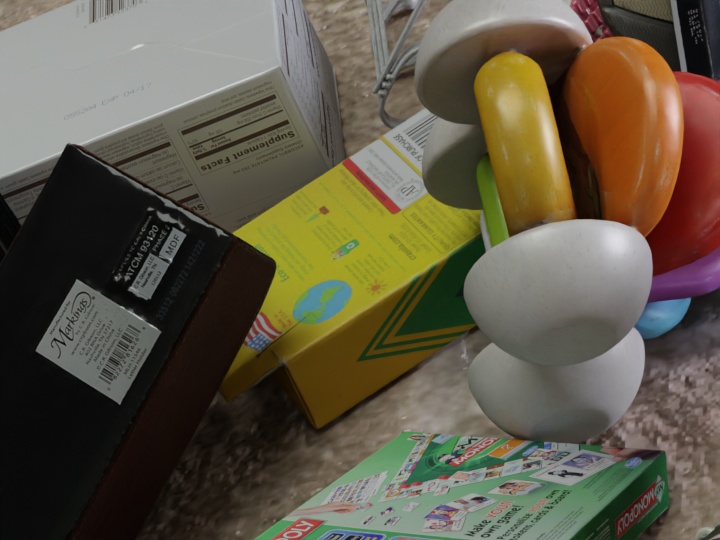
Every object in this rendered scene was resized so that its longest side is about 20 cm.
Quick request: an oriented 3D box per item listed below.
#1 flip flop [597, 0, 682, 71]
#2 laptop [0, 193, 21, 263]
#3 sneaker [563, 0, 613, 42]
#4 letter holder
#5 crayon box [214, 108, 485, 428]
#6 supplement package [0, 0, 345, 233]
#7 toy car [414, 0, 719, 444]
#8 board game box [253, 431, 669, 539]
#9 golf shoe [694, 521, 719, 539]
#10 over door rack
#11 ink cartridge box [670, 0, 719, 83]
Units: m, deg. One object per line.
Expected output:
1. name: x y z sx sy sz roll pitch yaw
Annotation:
1. flip flop: 0.205 -0.126 1.247 0.198 0.082 0.058 2 -3 -21
2. laptop: -0.269 0.037 1.314 0.199 0.178 0.104 -16 37 16
3. sneaker: 0.114 -0.118 1.354 0.074 0.081 0.201 -29 25 28
4. letter holder: -0.127 0.061 1.225 0.100 0.142 0.201 29 88 18
5. crayon box: 0.000 0.000 1.293 0.199 0.051 0.127 -32 36 -8
6. supplement package: -0.119 -0.080 1.419 0.199 0.111 0.156 -20 36 9
7. toy car: 0.109 -0.031 1.140 0.149 0.200 0.176 -11 62 -2
8. board game box: 0.032 0.117 1.060 0.134 0.029 0.200 2 17 29
9. golf shoe: 0.145 0.145 1.012 0.199 0.078 0.088 -24 17 -1
10. over door rack: 0.051 -0.197 1.408 0.066 0.201 0.148 8 34 -11
11. ink cartridge box: 0.244 -0.144 1.206 0.198 0.100 0.039 -8 -6 -18
